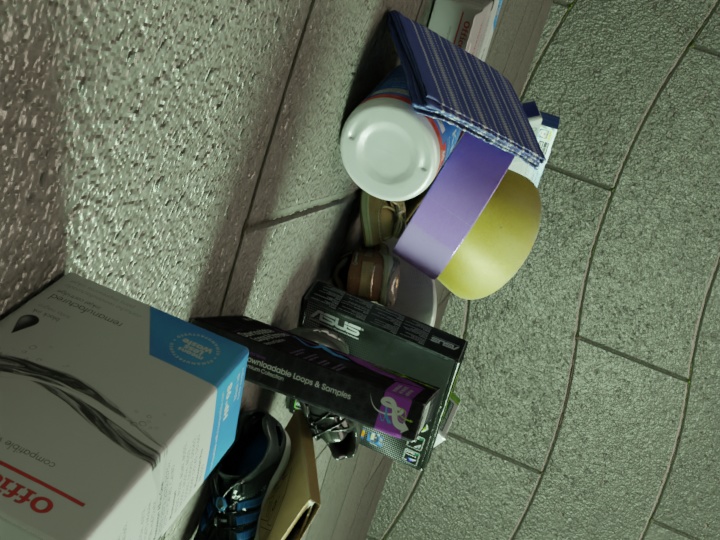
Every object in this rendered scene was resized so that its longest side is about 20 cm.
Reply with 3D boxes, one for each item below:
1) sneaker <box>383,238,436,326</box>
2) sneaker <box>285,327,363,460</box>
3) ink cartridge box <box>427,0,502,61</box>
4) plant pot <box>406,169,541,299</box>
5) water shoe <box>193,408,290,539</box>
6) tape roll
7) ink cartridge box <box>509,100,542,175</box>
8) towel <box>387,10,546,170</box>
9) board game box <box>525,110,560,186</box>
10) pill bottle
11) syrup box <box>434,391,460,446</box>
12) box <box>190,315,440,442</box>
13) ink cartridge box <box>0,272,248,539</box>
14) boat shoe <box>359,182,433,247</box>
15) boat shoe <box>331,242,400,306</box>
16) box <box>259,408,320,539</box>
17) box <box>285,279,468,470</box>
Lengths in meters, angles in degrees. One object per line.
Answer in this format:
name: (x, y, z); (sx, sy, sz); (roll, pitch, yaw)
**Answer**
sneaker: (0.069, 0.014, 1.228); (0.089, 0.074, 0.203); (51, 22, -55)
sneaker: (-0.038, 0.138, 0.998); (0.201, 0.075, 0.092); (58, 24, -44)
ink cartridge box: (0.131, -0.315, 1.209); (0.200, 0.067, 0.118); (-53, 160, -59)
plant pot: (0.140, -0.079, 1.292); (0.199, 0.141, 0.203); (-36, -140, 37)
water shoe: (-0.137, 0.239, 0.926); (0.079, 0.070, 0.202); (64, 38, -49)
tape roll: (0.116, -0.091, 1.082); (0.202, 0.065, 0.200); (-57, 179, -2)
ink cartridge box: (0.164, -0.168, 1.365); (0.201, 0.196, 0.041); (90, -13, -62)
towel: (0.113, -0.193, 0.970); (0.024, 0.198, 0.147); (-40, -131, 33)
board game box: (0.202, -0.186, 1.468); (0.044, 0.196, 0.202); (-65, 171, -48)
pill bottle: (0.060, -0.168, 0.998); (0.201, 0.111, 0.114); (-56, 163, -52)
syrup box: (0.028, 0.144, 1.172); (0.081, 0.200, 0.079); (-40, -172, 37)
box: (-0.035, 0.085, 0.752); (0.143, 0.197, 0.037); (13, 95, -80)
ink cartridge box: (-0.145, 0.089, 0.408); (0.200, 0.114, 0.068); (-53, 162, -59)
boat shoe: (0.047, -0.087, 1.165); (0.201, 0.062, 0.075); (-51, 137, -64)
boat shoe: (0.000, 0.000, 1.137); (0.200, 0.070, 0.077); (-168, -96, -82)
box: (-0.096, 0.262, 0.983); (0.165, 0.021, 0.200); (-60, -166, 12)
box: (0.014, 0.130, 1.089); (0.048, 0.197, 0.195); (-56, 164, -48)
